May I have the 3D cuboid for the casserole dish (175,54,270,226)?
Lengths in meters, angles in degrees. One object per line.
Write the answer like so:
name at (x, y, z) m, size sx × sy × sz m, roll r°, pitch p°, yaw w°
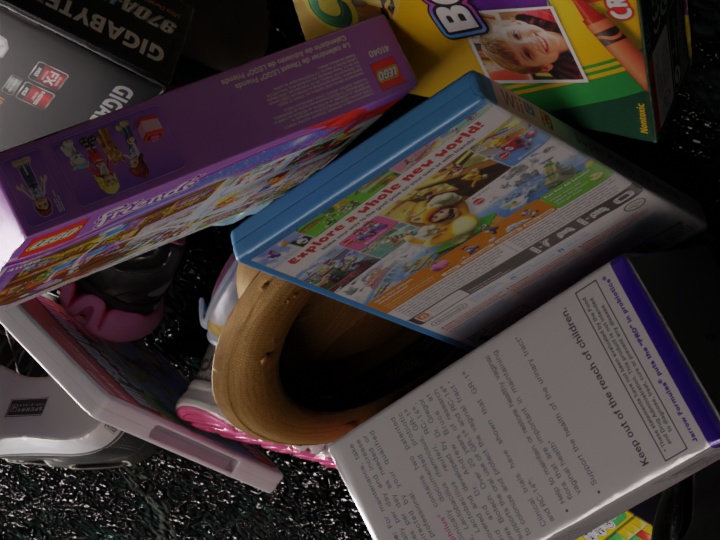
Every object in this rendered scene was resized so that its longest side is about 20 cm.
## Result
casserole dish at (-0.126, -0.090, 1.010) m, size 0.199 × 0.039 × 0.121 m, roll 24°, pitch 148°, yaw -12°

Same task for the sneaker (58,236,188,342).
sneaker at (-0.190, -0.045, 1.148) m, size 0.199 × 0.079 × 0.095 m, roll 32°, pitch 128°, yaw -8°

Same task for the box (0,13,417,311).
box at (-0.087, -0.043, 0.845) m, size 0.039 × 0.199 × 0.137 m, roll 63°, pitch 150°, yaw 5°

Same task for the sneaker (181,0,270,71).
sneaker at (-0.134, -0.154, 0.928) m, size 0.200 × 0.081 × 0.076 m, roll 37°, pitch 146°, yaw -15°

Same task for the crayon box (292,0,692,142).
crayon box at (0.044, -0.154, 0.805) m, size 0.172 × 0.058 × 0.201 m, roll 13°, pitch 145°, yaw 24°

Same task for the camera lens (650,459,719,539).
camera lens at (0.261, 0.158, 0.976) m, size 0.200 × 0.160 × 0.160 m, roll 40°, pitch 147°, yaw -18°

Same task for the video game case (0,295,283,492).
video game case at (-0.144, 0.070, 1.181) m, size 0.143 × 0.017 × 0.200 m, roll 40°, pitch -177°, yaw 34°

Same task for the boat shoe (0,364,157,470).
boat shoe at (-0.218, 0.103, 1.267) m, size 0.199 × 0.069 × 0.057 m, roll 1°, pitch 149°, yaw 40°

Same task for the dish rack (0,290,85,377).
dish rack at (-0.242, 0.030, 1.298) m, size 0.153 × 0.055 × 0.201 m, roll 18°, pitch 145°, yaw 15°

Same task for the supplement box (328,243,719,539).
supplement box at (0.099, 0.080, 0.951) m, size 0.200 × 0.101 × 0.104 m, roll -36°, pitch 75°, yaw 29°

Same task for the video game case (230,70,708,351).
video game case at (0.056, -0.019, 0.888) m, size 0.143 × 0.018 × 0.200 m, roll -31°, pitch 148°, yaw 27°

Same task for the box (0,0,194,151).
box at (-0.186, -0.094, 0.859) m, size 0.158 × 0.046 × 0.200 m, roll 26°, pitch 150°, yaw -18°

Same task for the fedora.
fedora at (0.000, 0.000, 0.986) m, size 0.082 × 0.200 × 0.201 m, roll 52°, pitch 164°, yaw 37°

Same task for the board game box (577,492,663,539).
board game box at (0.193, 0.199, 1.186) m, size 0.165 × 0.057 × 0.200 m, roll 32°, pitch 148°, yaw -1°

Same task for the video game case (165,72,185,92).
video game case at (-0.183, -0.103, 0.931) m, size 0.180 × 0.036 × 0.200 m, roll 1°, pitch 148°, yaw 29°

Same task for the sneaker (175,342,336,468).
sneaker at (-0.013, 0.075, 1.161) m, size 0.199 × 0.088 × 0.074 m, roll 19°, pitch 170°, yaw -27°

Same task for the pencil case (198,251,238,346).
pencil case at (0.008, 0.045, 1.084) m, size 0.199 × 0.091 × 0.083 m, roll 32°, pitch -172°, yaw -1°
